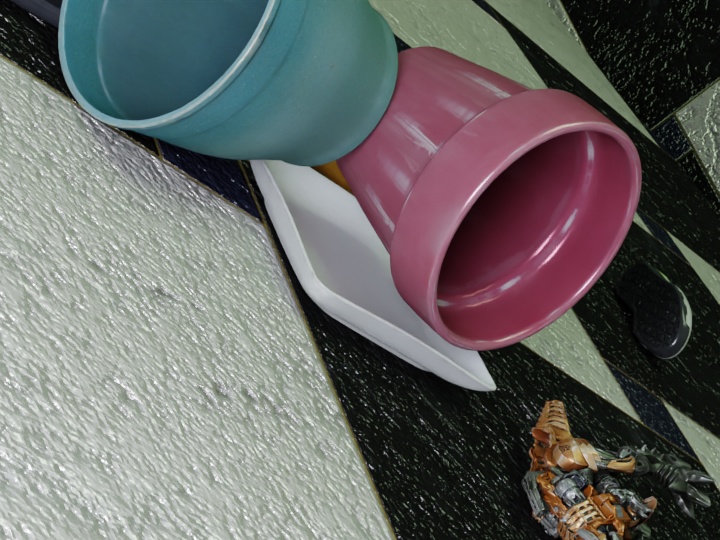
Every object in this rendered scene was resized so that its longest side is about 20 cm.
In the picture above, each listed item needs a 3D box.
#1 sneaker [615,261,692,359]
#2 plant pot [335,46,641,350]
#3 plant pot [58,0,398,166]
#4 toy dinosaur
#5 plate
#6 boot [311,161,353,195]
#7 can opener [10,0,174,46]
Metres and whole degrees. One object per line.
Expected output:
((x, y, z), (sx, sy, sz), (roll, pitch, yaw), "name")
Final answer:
((0.361, 0.054, 1.997), (0.083, 0.072, 0.200), (41, 17, -19), "sneaker")
((0.080, -0.071, 1.290), (0.200, 0.200, 0.179), (24, 17, -52), "plant pot")
((-0.078, -0.164, 1.221), (0.188, 0.200, 0.200), (27, 24, -51), "plant pot")
((0.173, 0.158, 1.255), (0.136, 0.102, 0.200), (19, 48, -22), "toy dinosaur")
((0.000, 0.000, 1.309), (0.200, 0.032, 0.200), (32, 21, -38), "plate")
((0.051, -0.086, 1.433), (0.201, 0.144, 0.071), (37, 48, -35), "boot")
((-0.205, -0.195, 1.264), (0.200, 0.079, 0.063), (17, 71, -53), "can opener")
